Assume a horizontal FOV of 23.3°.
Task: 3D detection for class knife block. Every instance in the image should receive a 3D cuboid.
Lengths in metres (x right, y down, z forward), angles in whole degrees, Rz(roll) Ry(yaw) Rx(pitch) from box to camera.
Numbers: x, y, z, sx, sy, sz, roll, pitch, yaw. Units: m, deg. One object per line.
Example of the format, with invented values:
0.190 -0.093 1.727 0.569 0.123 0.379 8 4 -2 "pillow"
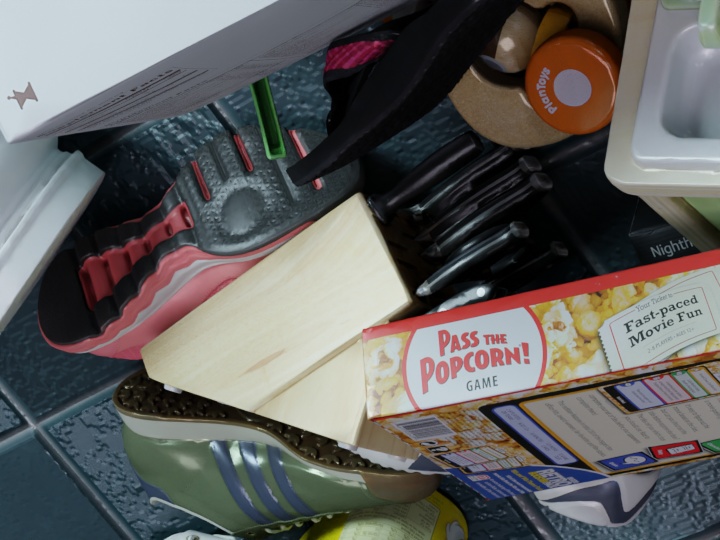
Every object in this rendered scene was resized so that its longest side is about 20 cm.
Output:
0.000 0.000 0.894 0.200 0.064 0.176 14 85 34 "knife block"

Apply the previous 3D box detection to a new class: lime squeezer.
-0.065 -0.152 0.840 0.038 0.071 0.200 -9 96 8 "lime squeezer"

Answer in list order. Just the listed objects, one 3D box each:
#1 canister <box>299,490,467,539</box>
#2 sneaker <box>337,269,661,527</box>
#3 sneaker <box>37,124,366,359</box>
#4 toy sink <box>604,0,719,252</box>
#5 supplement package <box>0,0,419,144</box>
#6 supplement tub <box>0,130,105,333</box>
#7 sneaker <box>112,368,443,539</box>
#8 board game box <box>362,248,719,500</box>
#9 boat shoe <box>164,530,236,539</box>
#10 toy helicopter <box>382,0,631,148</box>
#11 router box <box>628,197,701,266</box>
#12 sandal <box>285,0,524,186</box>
-0.017 0.222 0.985 0.087 0.200 0.149 36 125 -8 "canister"
0.072 0.047 0.923 0.199 0.079 0.130 20 119 12 "sneaker"
-0.077 -0.012 0.946 0.200 0.074 0.087 -28 150 18 "sneaker"
0.182 -0.070 0.714 0.130 0.112 0.200 2 163 32 "toy sink"
-0.083 -0.171 0.703 0.147 0.200 0.191 -25 92 15 "supplement package"
-0.250 -0.056 0.910 0.200 0.145 0.145 34 125 -7 "supplement tub"
-0.046 0.117 1.011 0.200 0.067 0.090 10 126 18 "sneaker"
0.122 0.050 0.788 0.200 0.046 0.151 -13 155 20 "board game box"
-0.094 0.186 1.017 0.069 0.071 0.200 38 159 -11 "boat shoe"
0.055 -0.152 0.812 0.132 0.079 0.200 -7 109 32 "toy helicopter"
0.252 0.005 0.852 0.200 0.051 0.149 -17 114 26 "router box"
0.019 -0.098 0.774 0.045 0.075 0.200 53 144 5 "sandal"
